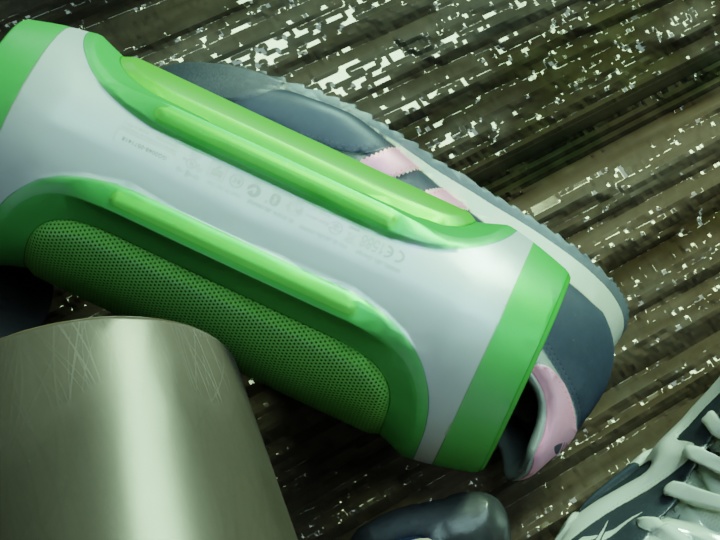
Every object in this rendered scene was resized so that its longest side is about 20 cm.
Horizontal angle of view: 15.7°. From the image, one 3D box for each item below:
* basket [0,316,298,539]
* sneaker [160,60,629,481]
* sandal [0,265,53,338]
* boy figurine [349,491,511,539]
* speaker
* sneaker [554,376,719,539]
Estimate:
[{"bbox_3d":[-0.070,0.128,0.787,0.180,0.136,0.201,24,43,-49],"label":"basket"},{"bbox_3d":[0.000,0.000,0.922,0.199,0.070,0.082,28,55,-6],"label":"sneaker"},{"bbox_3d":[-0.192,-0.035,0.873,0.199,0.043,0.076,26,56,-9],"label":"sandal"},{"bbox_3d":[0.037,0.140,0.783,0.064,0.200,0.125,-20,113,0],"label":"boy figurine"},{"bbox_3d":[-0.035,-0.008,0.858,0.199,0.089,0.089,25,56,3],"label":"speaker"},{"bbox_3d":[0.139,0.067,0.904,0.199,0.130,0.080,-30,67,-33],"label":"sneaker"}]
